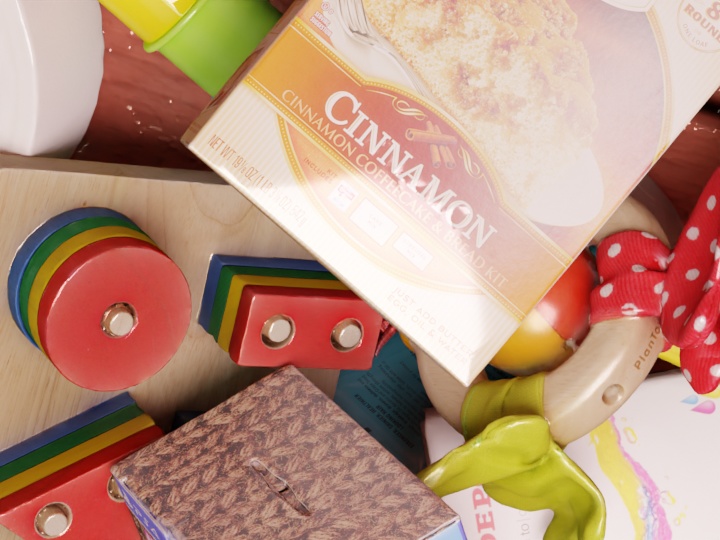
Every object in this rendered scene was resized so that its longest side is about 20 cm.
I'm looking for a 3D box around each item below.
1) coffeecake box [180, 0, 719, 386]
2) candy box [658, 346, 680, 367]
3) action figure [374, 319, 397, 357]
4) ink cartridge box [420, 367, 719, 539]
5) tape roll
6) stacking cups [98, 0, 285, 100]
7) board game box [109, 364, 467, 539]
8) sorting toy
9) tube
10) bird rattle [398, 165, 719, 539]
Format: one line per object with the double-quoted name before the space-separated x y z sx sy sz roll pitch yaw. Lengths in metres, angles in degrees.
"coffeecake box" 0.047 -0.080 1.165 0.153 0.073 0.200 40 89 -8
"candy box" 0.207 -0.029 1.231 0.102 0.026 0.201 25 117 5
"action figure" 0.000 0.000 1.355 0.065 0.052 0.200 45 109 -6
"ink cartridge box" 0.136 0.123 1.323 0.198 0.086 0.149 -10 88 -1
"tape roll" -0.220 -0.107 1.278 0.201 0.071 0.204 10 117 19
"stacking cups" -0.038 -0.079 1.255 0.060 0.061 0.200 -39 109 21
"board game box" -0.007 0.171 1.227 0.096 0.159 0.201 -29 123 -15
"sorting toy" -0.090 0.060 1.271 0.198 0.070 0.201 4 111 -30
"tube" 0.068 0.026 1.358 0.077 0.050 0.200 46 117 -8
"bird rattle" 0.089 0.022 1.223 0.112 0.163 0.200 24 109 -41
